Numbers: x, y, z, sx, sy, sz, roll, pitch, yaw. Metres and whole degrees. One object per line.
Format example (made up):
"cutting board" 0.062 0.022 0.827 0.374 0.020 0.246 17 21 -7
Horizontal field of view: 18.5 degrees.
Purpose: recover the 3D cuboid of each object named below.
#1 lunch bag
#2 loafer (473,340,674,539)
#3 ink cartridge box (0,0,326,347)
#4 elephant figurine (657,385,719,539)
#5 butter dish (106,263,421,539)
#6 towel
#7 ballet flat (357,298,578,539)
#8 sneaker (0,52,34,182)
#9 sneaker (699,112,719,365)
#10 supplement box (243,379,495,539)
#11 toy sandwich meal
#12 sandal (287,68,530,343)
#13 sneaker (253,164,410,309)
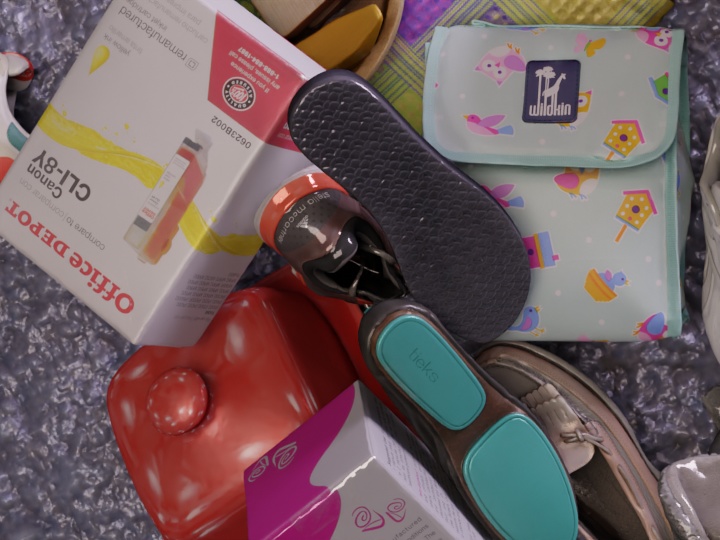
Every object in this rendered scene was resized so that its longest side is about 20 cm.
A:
"lunch bag" 0.126 -0.059 1.405 0.170 0.122 0.200 1 99 14
"loafer" 0.143 0.128 1.409 0.200 0.063 0.072 46 125 -10
"ink cartridge box" -0.121 -0.070 1.383 0.145 0.083 0.200 38 102 20
"elephant figurine" 0.237 0.166 1.338 0.142 0.200 0.155 58 147 -6
"butter dish" -0.088 0.098 1.453 0.199 0.148 0.200 -34 63 16
"towel" 0.095 -0.162 1.453 0.144 0.023 0.200 43 104 -7
"ballet flat" 0.066 0.093 1.364 0.068 0.068 0.200 -38 108 -8
"sneaker" -0.284 -0.143 1.574 0.093 0.070 0.200 -29 81 -2
"sneaker" 0.239 -0.017 1.371 0.078 0.099 0.200 -9 75 17
"supplement box" 0.030 0.182 1.373 0.101 0.103 0.200 -38 114 13
"toy sandwich meal" -0.058 -0.190 1.438 0.205 0.070 0.205 -1 88 22
"sandal" 0.035 -0.044 1.337 0.076 0.043 0.200 -36 109 7
"sneaker" 0.000 0.000 1.409 0.077 0.200 0.082 -46 65 9
